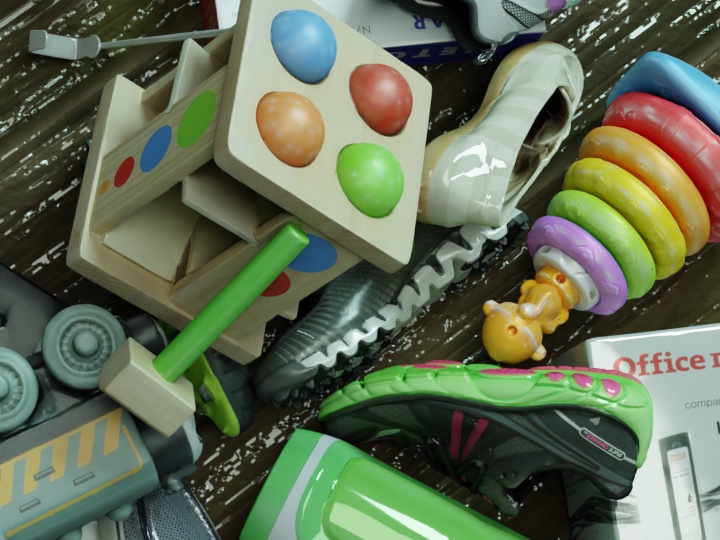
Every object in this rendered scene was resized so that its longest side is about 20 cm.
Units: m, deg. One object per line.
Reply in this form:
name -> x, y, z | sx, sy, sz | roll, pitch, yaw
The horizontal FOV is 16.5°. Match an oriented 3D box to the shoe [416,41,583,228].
shoe -> 0.092, -0.074, 1.415 | 0.053, 0.070, 0.200 | 11, 32, 24

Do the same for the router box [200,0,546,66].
router box -> -0.001, -0.211, 1.476 | 0.198, 0.049, 0.181 | -7, 79, -13

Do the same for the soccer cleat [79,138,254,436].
soccer cleat -> -0.091, -0.006, 1.407 | 0.081, 0.068, 0.201 | -19, 80, -19

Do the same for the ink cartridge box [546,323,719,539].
ink cartridge box -> 0.199, 0.134, 1.422 | 0.145, 0.084, 0.202 | -6, 80, -12

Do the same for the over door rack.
over door rack -> -0.090, -0.194, 1.401 | 0.066, 0.199, 0.149 | 13, 81, -54

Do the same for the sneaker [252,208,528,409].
sneaker -> 0.000, 0.000, 1.421 | 0.200, 0.067, 0.091 | -38, 81, -25

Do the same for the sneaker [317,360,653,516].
sneaker -> 0.064, 0.094, 1.373 | 0.199, 0.077, 0.084 | 2, 93, 27

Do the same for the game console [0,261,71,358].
game console -> -0.260, 0.070, 1.358 | 0.176, 0.031, 0.201 | 30, 69, 3

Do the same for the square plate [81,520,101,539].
square plate -> -0.191, 0.217, 1.357 | 0.199, 0.028, 0.199 | -16, 82, -14

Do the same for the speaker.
speaker -> 0.036, 0.166, 1.373 | 0.199, 0.089, 0.089 | 27, 74, 4

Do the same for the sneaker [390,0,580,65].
sneaker -> 0.033, -0.209, 1.416 | 0.140, 0.078, 0.200 | -38, 87, -17

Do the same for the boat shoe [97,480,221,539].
boat shoe -> -0.069, 0.184, 1.344 | 0.074, 0.093, 0.201 | -22, 86, -46

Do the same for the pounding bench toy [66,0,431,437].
pounding bench toy -> -0.056, -0.026, 1.286 | 0.124, 0.156, 0.201 | 31, 48, -29

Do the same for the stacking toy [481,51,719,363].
stacking toy -> 0.140, -0.017, 1.426 | 0.116, 0.110, 0.200 | 43, 71, 3

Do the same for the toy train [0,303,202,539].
toy train -> -0.182, 0.098, 1.314 | 0.199, 0.085, 0.115 | -26, 85, -18
